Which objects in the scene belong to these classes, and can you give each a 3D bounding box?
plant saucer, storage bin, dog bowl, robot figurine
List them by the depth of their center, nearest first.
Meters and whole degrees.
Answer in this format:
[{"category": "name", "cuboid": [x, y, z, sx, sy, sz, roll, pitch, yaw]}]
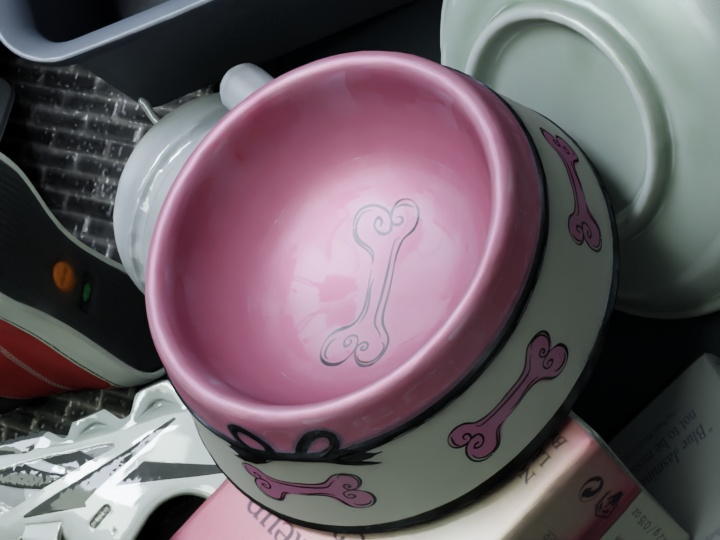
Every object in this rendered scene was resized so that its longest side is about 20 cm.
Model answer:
[{"category": "dog bowl", "cuboid": [0.000, 0.000, 1.178, 0.200, 0.074, 0.201, -14, 58, 23]}, {"category": "plant saucer", "cuboid": [0.098, -0.067, 1.230, 0.200, 0.050, 0.201, 23, 126, 37]}, {"category": "robot figurine", "cuboid": [-0.037, -0.011, 1.348, 0.200, 0.113, 0.170, 36, 136, 39]}, {"category": "storage bin", "cuboid": [-0.068, -0.165, 1.367, 0.200, 0.134, 0.146, -22, 69, 9]}]

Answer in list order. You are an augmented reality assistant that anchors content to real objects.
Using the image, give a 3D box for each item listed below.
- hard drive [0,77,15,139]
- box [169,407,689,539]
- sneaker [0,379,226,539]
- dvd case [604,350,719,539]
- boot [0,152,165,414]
[{"category": "hard drive", "cuboid": [-0.253, -0.005, 1.538, 0.200, 0.027, 0.132, -52, 14, 18]}, {"category": "box", "cuboid": [0.014, 0.127, 1.216, 0.200, 0.109, 0.128, -47, 52, -1]}, {"category": "sneaker", "cuboid": [-0.135, 0.123, 1.395, 0.200, 0.074, 0.089, -25, 56, 17]}, {"category": "dvd case", "cuboid": [0.145, 0.153, 1.217, 0.143, 0.018, 0.200, -45, 54, 21]}, {"category": "boot", "cuboid": [-0.206, 0.006, 1.432, 0.144, 0.200, 0.073, -14, 48, 37]}]
